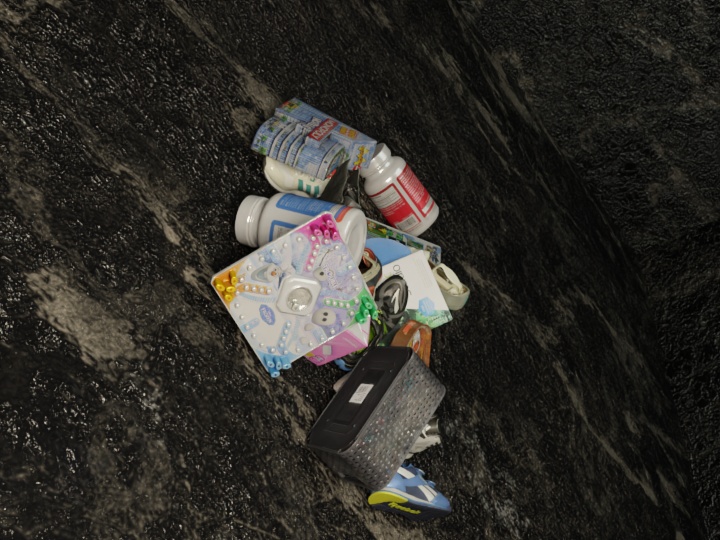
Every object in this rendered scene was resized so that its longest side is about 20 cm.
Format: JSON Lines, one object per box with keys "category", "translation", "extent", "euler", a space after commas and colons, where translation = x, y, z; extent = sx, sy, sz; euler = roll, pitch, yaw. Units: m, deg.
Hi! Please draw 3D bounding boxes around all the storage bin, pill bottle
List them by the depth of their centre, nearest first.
{"category": "storage bin", "translation": [0.024, 0.224, 1.189], "extent": [0.094, 0.134, 0.201], "euler": [47, 63, -21]}
{"category": "pill bottle", "translation": [-0.097, -0.063, 1.227], "extent": [0.112, 0.196, 0.115], "euler": [14, 90, -71]}
{"category": "pill bottle", "translation": [0.078, -0.177, 1.698], "extent": [0.201, 0.111, 0.113], "euler": [51, 31, -20]}

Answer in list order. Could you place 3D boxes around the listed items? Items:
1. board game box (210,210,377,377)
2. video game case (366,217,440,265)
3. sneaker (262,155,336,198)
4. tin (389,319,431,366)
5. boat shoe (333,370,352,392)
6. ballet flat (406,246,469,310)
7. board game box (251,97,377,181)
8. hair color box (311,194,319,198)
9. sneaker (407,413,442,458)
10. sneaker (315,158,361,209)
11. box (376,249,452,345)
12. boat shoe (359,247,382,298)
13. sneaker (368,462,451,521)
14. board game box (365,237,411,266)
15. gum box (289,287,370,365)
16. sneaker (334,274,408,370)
{"category": "board game box", "translation": [-0.090, 0.042, 1.125], "extent": [0.202, 0.197, 0.026], "euler": [63, -4, -34]}
{"category": "video game case", "translation": [0.073, -0.015, 1.561], "extent": [0.196, 0.022, 0.184], "euler": [20, 43, -12]}
{"category": "sneaker", "translation": [-0.096, -0.178, 1.439], "extent": [0.199, 0.092, 0.072], "euler": [31, 41, -43]}
{"category": "tin", "translation": [0.084, 0.180, 1.375], "extent": [0.112, 0.041, 0.203], "euler": [-46, 145, -47]}
{"category": "boat shoe", "translation": [0.017, 0.193, 1.339], "extent": [0.063, 0.072, 0.199], "euler": [63, 23, 3]}
{"category": "ballet flat", "translation": [0.136, -0.003, 1.521], "extent": [0.199, 0.064, 0.067], "euler": [40, 43, 9]}
{"category": "board game box", "translation": [-0.077, -0.242, 1.436], "extent": [0.196, 0.063, 0.201], "euler": [23, 28, 4]}
{"category": "hair color box", "translation": [-0.079, -0.030, 1.378], "extent": [0.100, 0.060, 0.202], "euler": [43, 34, -30]}
{"category": "sneaker", "translation": [0.071, 0.267, 1.319], "extent": [0.199, 0.114, 0.077], "euler": [27, 44, -45]}
{"category": "sneaker", "translation": [-0.044, -0.091, 1.317], "extent": [0.060, 0.103, 0.203], "euler": [36, 38, -36]}
{"category": "box", "translation": [0.057, 0.065, 1.420], "extent": [0.197, 0.036, 0.147], "euler": [-23, 83, -16]}
{"category": "boat shoe", "translation": [0.000, 0.000, 1.347], "extent": [0.201, 0.069, 0.064], "euler": [-77, 160, -64]}
{"category": "sneaker", "translation": [0.089, 0.374, 1.305], "extent": [0.199, 0.073, 0.084], "euler": [36, 36, -41]}
{"category": "board game box", "translation": [0.034, 0.042, 1.462], "extent": [0.155, 0.039, 0.204], "euler": [-10, 79, -15]}
{"category": "gum box", "translation": [-0.089, 0.065, 1.225], "extent": [0.199, 0.112, 0.067], "euler": [40, 41, -34]}
{"category": "sneaker", "translation": [0.027, 0.091, 1.344], "extent": [0.070, 0.083, 0.200], "euler": [39, 67, -1]}
